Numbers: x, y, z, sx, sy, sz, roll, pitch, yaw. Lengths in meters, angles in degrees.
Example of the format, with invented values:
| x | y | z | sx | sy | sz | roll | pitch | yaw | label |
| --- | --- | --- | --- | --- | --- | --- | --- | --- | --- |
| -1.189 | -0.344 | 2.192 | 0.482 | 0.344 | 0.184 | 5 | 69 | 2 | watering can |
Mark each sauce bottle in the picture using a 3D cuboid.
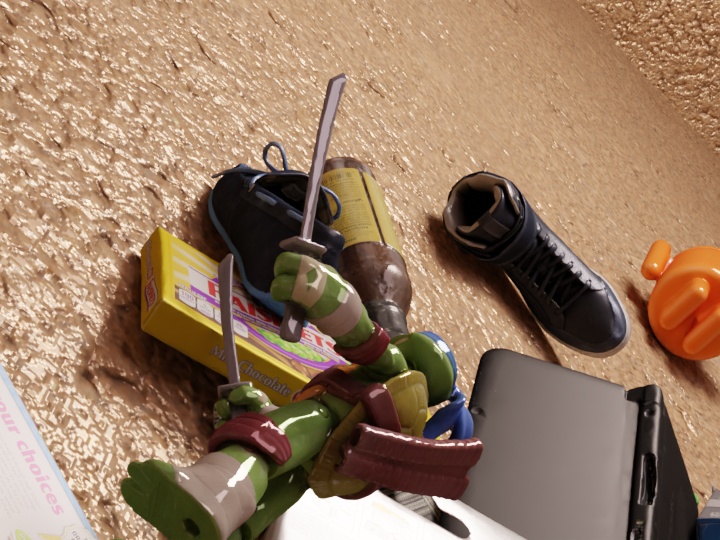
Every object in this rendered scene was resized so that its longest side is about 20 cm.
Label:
| x | y | z | sx | sy | sz | roll | pitch | yaw | label |
| --- | --- | --- | --- | --- | --- | --- | --- | --- | --- |
| 0.000 | 0.000 | 0.934 | 0.064 | 0.065 | 0.201 | 35 | 24 | -32 | sauce bottle |

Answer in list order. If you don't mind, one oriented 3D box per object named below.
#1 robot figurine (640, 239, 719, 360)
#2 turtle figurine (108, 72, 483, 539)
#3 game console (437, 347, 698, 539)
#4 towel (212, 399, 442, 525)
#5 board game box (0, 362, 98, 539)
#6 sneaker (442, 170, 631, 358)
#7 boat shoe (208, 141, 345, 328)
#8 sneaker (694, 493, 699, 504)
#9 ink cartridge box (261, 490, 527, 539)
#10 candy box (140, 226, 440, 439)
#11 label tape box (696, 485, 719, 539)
| x | y | z | sx | sy | sz | roll | pitch | yaw | label |
| --- | --- | --- | --- | --- | --- | --- | --- | --- | --- |
| 0.401 | 0.034 | 1.584 | 0.142 | 0.118 | 0.200 | 9 | 14 | 17 | robot figurine |
| -0.052 | 0.053 | 0.624 | 0.194 | 0.143 | 0.202 | -41 | 105 | -44 | turtle figurine |
| 0.145 | 0.166 | 0.878 | 0.201 | 0.115 | 0.177 | -67 | 140 | -53 | game console |
| 0.014 | 0.154 | 0.779 | 0.201 | 0.034 | 0.192 | 55 | 19 | 17 | towel |
| -0.189 | 0.061 | 0.524 | 0.201 | 0.034 | 0.134 | 57 | 23 | 16 | board game box |
| 0.154 | -0.007 | 1.211 | 0.203 | 0.077 | 0.146 | 49 | 9 | 23 | sneaker |
| -0.042 | -0.029 | 0.853 | 0.084 | 0.069 | 0.200 | 30 | 12 | -30 | boat shoe |
| 0.190 | 0.178 | 0.994 | 0.078 | 0.085 | 0.199 | 56 | 23 | 17 | sneaker |
| 0.016 | 0.180 | 0.666 | 0.161 | 0.057 | 0.201 | 31 | 23 | -10 | ink cartridge box |
| -0.040 | 0.051 | 0.782 | 0.199 | 0.027 | 0.102 | 32 | 13 | -22 | candy box |
| 0.288 | 0.240 | 0.986 | 0.200 | 0.062 | 0.146 | 5 | 82 | -72 | label tape box |
